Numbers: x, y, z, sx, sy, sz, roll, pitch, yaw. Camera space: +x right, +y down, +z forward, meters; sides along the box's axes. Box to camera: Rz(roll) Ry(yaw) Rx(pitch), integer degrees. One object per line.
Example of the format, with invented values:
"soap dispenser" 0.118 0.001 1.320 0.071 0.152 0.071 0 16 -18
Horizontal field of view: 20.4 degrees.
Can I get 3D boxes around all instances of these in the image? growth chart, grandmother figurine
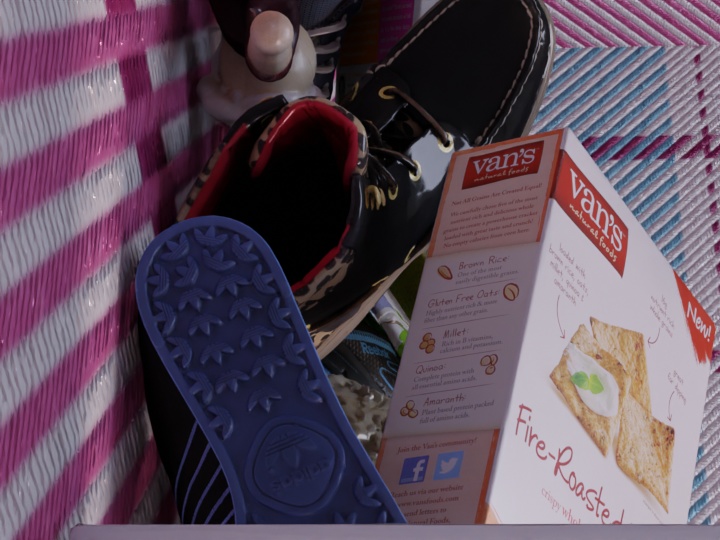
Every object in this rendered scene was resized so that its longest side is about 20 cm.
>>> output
"growth chart" 0.000 0.000 0.963 0.145 0.018 0.200 57 2 23
"grandmother figurine" -0.042 -0.123 0.772 0.201 0.060 0.122 85 -1 -53

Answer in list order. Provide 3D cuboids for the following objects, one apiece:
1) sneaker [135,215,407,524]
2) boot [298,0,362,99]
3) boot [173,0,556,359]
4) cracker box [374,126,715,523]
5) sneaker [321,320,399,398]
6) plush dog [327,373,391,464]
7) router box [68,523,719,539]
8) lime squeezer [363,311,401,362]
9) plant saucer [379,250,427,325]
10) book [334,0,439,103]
"sneaker" -0.023 0.083 0.649 0.078 0.070 0.201 90 -17 -69
"boot" -0.024 -0.113 0.915 0.200 0.072 0.091 -120 -149 -81
"boot" 0.001 -0.043 0.790 0.200 0.073 0.151 -48 170 3
"cracker box" 0.069 0.068 0.740 0.134 0.057 0.201 47 45 -39
"sneaker" 0.016 0.077 1.024 0.200 0.073 0.082 52 29 -31
"plush dog" 0.011 0.110 0.867 0.161 0.171 0.200 -51 173 4
"router box" 0.017 0.148 0.488 0.049 0.198 0.180 86 5 -47
"lime squeezer" -0.011 -0.010 1.113 0.071 0.037 0.201 -48 -125 40
"plant saucer" 0.042 0.004 1.079 0.201 0.048 0.201 90 -25 -57
"book" 0.023 -0.131 0.934 0.134 0.048 0.202 -159 -106 -76
